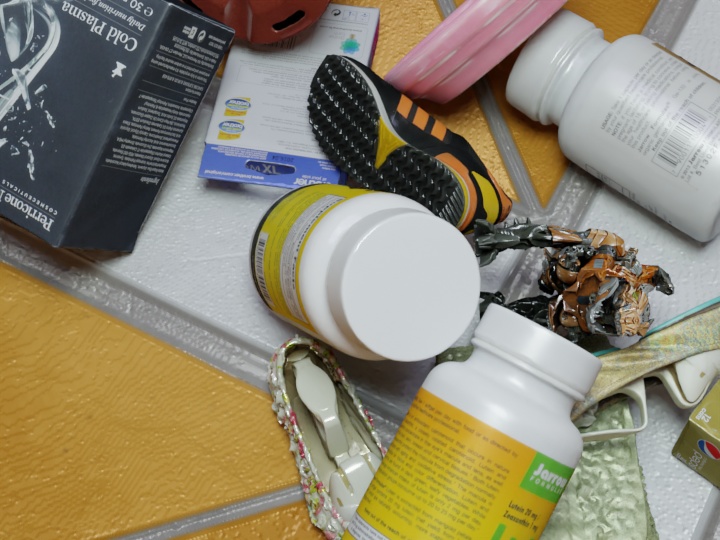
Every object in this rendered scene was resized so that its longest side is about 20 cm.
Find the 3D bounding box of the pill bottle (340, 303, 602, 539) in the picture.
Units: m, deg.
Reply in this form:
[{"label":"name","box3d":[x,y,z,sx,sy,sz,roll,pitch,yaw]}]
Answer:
[{"label":"pill bottle","box3d":[0.073,0.128,0.834,0.111,0.111,0.200,28,89,15]}]

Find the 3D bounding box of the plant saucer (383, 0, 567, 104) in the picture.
[{"label":"plant saucer","box3d":[0.107,-0.202,1.056,0.051,0.200,0.201,48,67,-8]}]

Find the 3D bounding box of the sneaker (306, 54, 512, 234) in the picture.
[{"label":"sneaker","box3d":[0.037,-0.095,1.024,0.090,0.070,0.200,1,38,-46]}]

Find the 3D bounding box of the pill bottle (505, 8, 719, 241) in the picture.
[{"label":"pill bottle","box3d":[0.221,-0.121,1.038,0.200,0.114,0.114,35,66,19]}]

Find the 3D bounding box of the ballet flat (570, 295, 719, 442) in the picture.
[{"label":"ballet flat","box3d":[0.198,0.075,0.911,0.200,0.071,0.071,-20,61,-6]}]

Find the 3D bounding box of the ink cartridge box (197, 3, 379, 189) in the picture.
[{"label":"ink cartridge box","box3d":[-0.058,-0.143,1.096,0.119,0.042,0.200,8,57,5]}]

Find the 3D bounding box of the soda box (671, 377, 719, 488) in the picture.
[{"label":"soda box","box3d":[0.314,0.072,0.954,0.068,0.064,0.200,36,67,19]}]

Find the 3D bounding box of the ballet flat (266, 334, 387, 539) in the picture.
[{"label":"ballet flat","box3d":[-0.015,0.130,0.923,0.075,0.064,0.200,-26,63,-12]}]

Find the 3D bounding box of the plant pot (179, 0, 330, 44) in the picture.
[{"label":"plant pot","box3d":[-0.077,-0.303,1.076,0.200,0.201,0.196,7,48,4]}]

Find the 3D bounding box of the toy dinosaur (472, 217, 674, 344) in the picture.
[{"label":"toy dinosaur","box3d":[0.152,0.009,0.948,0.135,0.200,0.102,-6,87,2]}]

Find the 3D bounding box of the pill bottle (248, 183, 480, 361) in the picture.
[{"label":"pill bottle","box3d":[0.000,0.000,0.909,0.114,0.200,0.115,-3,98,-20]}]

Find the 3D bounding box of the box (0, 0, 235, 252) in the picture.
[{"label":"box","box3d":[-0.237,-0.146,1.005,0.200,0.124,0.197,29,99,16]}]

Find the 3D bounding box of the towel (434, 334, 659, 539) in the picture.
[{"label":"towel","box3d":[0.129,0.139,0.933,0.148,0.037,0.200,-6,60,-3]}]
